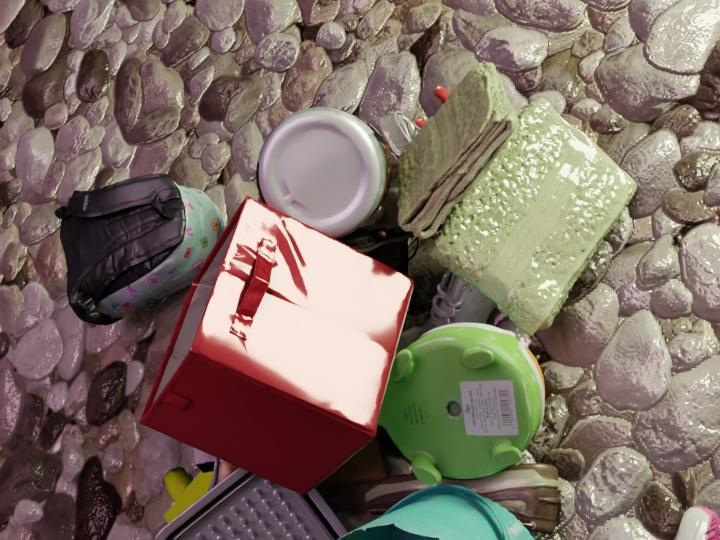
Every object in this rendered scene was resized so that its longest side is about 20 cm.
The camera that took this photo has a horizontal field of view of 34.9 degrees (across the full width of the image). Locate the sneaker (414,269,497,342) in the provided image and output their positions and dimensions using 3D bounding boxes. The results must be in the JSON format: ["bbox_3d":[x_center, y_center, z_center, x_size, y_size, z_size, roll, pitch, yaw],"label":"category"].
[{"bbox_3d":[0.099,0.035,1.156,0.074,0.087,0.202,36,96,36],"label":"sneaker"}]

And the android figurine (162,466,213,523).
[{"bbox_3d":[-0.148,0.275,1.267,0.182,0.041,0.200,-48,52,10],"label":"android figurine"}]

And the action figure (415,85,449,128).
[{"bbox_3d":[0.131,-0.143,1.196,0.199,0.099,0.066,33,93,35],"label":"action figure"}]

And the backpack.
[{"bbox_3d":[-0.267,-0.036,1.410,0.198,0.126,0.169,-25,72,24],"label":"backpack"}]

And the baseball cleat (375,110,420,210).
[{"bbox_3d":[0.002,-0.138,1.275,0.198,0.070,0.108,25,108,17],"label":"baseball cleat"}]

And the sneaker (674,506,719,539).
[{"bbox_3d":[0.239,0.286,0.969,0.088,0.081,0.202,26,88,36],"label":"sneaker"}]

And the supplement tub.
[{"bbox_3d":[-0.031,-0.098,1.138,0.120,0.200,0.125,1,97,4],"label":"supplement tub"}]

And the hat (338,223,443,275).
[{"bbox_3d":[0.000,0.000,1.168,0.198,0.200,0.082,-3,97,33],"label":"hat"}]

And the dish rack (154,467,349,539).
[{"bbox_3d":[-0.093,0.292,1.140,0.171,0.201,0.044,-37,11,-5],"label":"dish rack"}]

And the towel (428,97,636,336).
[{"bbox_3d":[0.167,-0.055,1.099,0.148,0.037,0.201,37,73,-1],"label":"towel"}]

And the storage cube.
[{"bbox_3d":[-0.077,0.075,1.055,0.200,0.178,0.173,-47,22,52],"label":"storage cube"}]

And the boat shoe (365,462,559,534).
[{"bbox_3d":[0.093,0.231,1.097,0.200,0.074,0.076,-12,72,30],"label":"boat shoe"}]

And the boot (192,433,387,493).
[{"bbox_3d":[-0.068,0.231,1.198,0.196,0.069,0.191,-10,68,1],"label":"boot"}]

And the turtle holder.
[{"bbox_3d":[0.088,0.125,1.076,0.185,0.131,0.142,-37,86,26],"label":"turtle holder"}]

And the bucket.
[{"bbox_3d":[0.066,0.298,1.012,0.204,0.134,0.211,5,100,29],"label":"bucket"}]

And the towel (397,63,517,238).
[{"bbox_3d":[0.090,-0.117,1.098,0.149,0.036,0.201,-48,17,19],"label":"towel"}]
